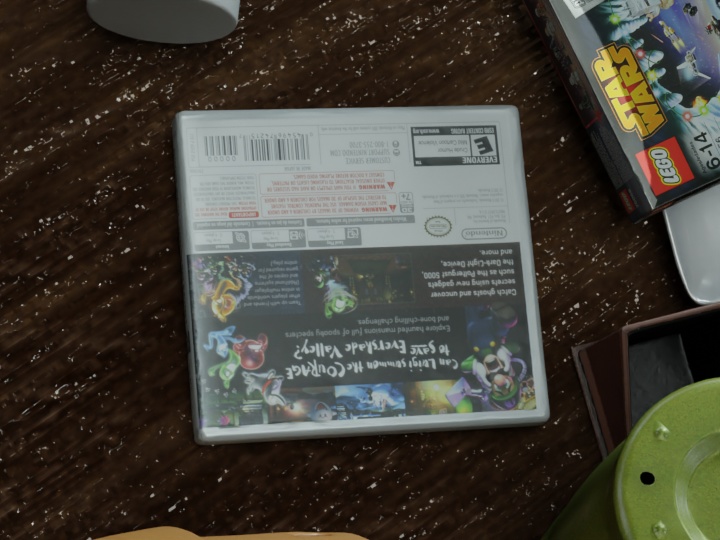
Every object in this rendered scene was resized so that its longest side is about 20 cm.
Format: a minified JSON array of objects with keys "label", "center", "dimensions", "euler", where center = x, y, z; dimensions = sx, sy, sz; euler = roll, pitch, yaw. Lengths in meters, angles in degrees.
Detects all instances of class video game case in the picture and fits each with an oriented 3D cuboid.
[{"label":"video game case","center":[0.000,0.000,1.188],"dimensions":[0.199,0.023,0.183],"euler":[-2,78,-15]}]

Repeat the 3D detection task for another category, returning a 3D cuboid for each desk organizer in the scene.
[{"label":"desk organizer","center":[0.229,0.047,1.203],"dimensions":[0.199,0.077,0.072],"euler":[-14,81,-16]}]

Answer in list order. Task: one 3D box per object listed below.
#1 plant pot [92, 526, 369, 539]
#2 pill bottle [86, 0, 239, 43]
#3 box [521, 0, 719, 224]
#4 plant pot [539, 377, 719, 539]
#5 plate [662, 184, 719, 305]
[{"label":"plant pot","center":[-0.048,0.212,1.052],"dimensions":[0.139,0.200,0.201],"euler":[-13,81,-32]},{"label":"pill bottle","center":[-0.099,-0.231,1.166],"dimensions":[0.110,0.111,0.201],"euler":[7,77,-12]},{"label":"box","center":[0.172,-0.145,1.218],"dimensions":[0.136,0.040,0.201],"euler":[-25,84,-15]},{"label":"plant pot","center":[0.182,0.153,1.077],"dimensions":[0.199,0.193,0.201],"euler":[1,60,-1]},{"label":"plate","center":[0.248,-0.093,1.261],"dimensions":[0.199,0.032,0.201],"euler":[-14,82,-16]}]
